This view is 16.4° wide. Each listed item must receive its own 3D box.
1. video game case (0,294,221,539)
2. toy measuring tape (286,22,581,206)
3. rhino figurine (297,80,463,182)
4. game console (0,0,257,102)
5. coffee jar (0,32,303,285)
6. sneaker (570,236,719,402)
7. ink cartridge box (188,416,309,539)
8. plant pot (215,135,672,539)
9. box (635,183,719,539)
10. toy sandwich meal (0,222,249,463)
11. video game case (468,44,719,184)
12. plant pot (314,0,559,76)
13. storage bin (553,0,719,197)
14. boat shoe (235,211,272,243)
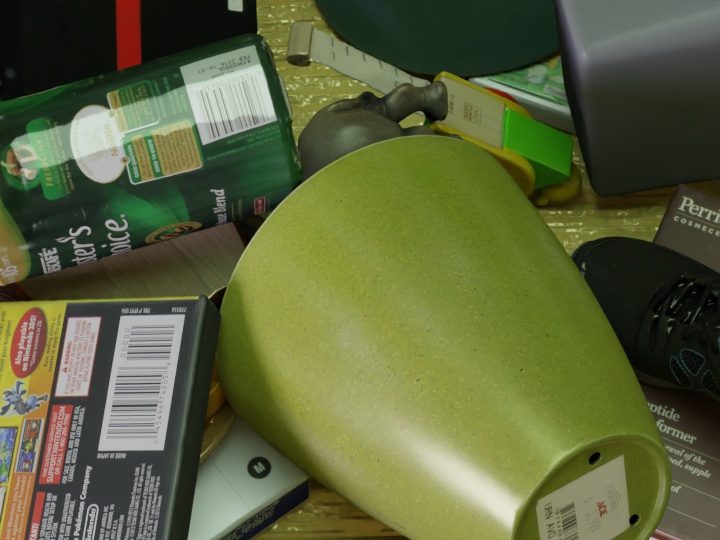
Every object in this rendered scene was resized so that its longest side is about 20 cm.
[{"bbox_3d":[-0.166,0.108,1.207,0.180,0.026,0.201,-2,64,19],"label":"video game case"},{"bbox_3d":[0.034,-0.078,1.381,0.199,0.074,0.074,22,59,-24],"label":"toy measuring tape"},{"bbox_3d":[0.000,0.000,1.318,0.087,0.201,0.060,-2,19,-23],"label":"rhino figurine"},{"bbox_3d":[-0.135,-0.168,1.325,0.176,0.031,0.201,3,81,-34],"label":"game console"},{"bbox_3d":[-0.132,-0.050,1.239,0.199,0.104,0.086,-15,83,-5],"label":"coffee jar"},{"bbox_3d":[0.188,0.033,1.254,0.200,0.082,0.073,33,70,24],"label":"sneaker"},{"bbox_3d":[-0.161,0.095,1.319,0.199,0.041,0.200,-35,68,-18],"label":"ink cartridge box"},{"bbox_3d":[0.057,0.064,1.214,0.186,0.188,0.200,-28,43,-16],"label":"plant pot"},{"bbox_3d":[0.176,0.064,1.328,0.100,0.075,0.201,21,61,10],"label":"box"},{"bbox_3d":[-0.142,0.030,1.292,0.204,0.070,0.206,0,60,0],"label":"toy sandwich meal"},{"bbox_3d":[0.186,-0.146,1.469,0.199,0.022,0.183,20,63,9],"label":"video game case"},{"bbox_3d":[0.055,-0.238,1.421,0.199,0.161,0.202,-4,59,6],"label":"plant pot"},{"bbox_3d":[0.175,-0.131,1.347,0.134,0.200,0.146,-13,63,1],"label":"storage bin"},{"bbox_3d":[-0.084,-0.032,1.384,0.199,0.072,0.076,33,100,6],"label":"boat shoe"}]
